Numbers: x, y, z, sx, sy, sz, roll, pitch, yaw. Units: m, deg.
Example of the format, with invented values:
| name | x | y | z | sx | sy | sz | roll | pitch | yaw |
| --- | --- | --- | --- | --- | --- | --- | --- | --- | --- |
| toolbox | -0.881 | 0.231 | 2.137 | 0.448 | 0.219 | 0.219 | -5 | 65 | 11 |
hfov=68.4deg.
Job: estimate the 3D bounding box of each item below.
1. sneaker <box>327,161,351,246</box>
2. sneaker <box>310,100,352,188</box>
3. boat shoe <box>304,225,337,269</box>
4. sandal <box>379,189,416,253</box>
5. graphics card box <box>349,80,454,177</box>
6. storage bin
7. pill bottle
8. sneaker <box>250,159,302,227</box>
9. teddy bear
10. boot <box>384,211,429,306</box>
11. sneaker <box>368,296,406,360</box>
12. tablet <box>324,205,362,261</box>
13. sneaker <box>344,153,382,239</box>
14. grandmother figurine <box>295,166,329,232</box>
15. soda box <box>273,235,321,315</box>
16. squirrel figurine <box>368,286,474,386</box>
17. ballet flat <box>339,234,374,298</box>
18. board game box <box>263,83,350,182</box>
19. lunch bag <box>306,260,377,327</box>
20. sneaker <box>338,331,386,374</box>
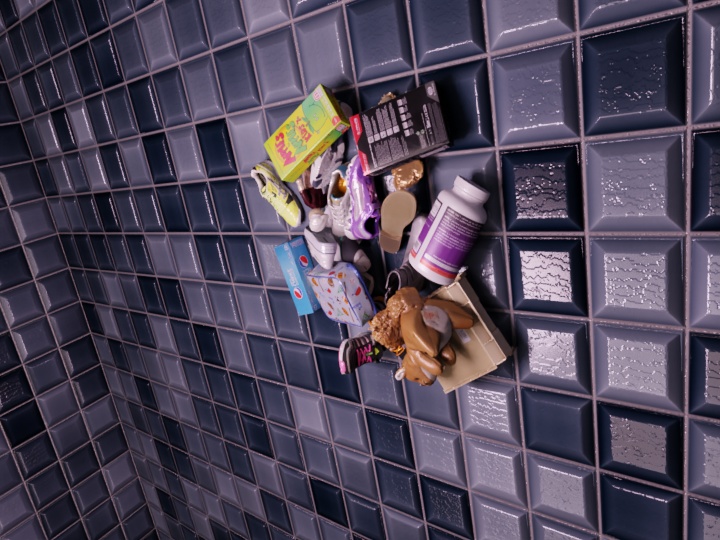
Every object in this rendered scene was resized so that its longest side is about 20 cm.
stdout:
| name | x | y | z | sx | sy | sz | roll | pitch | yaw |
| --- | --- | --- | --- | --- | --- | --- | --- | --- | --- |
| sneaker | -0.047 | -0.154 | 1.277 | 0.074 | 0.080 | 0.208 | 15 | 115 | 27 |
| sneaker | -0.103 | -0.311 | 1.261 | 0.128 | 0.078 | 0.206 | 31 | 116 | 34 |
| boat shoe | -0.103 | -0.060 | 1.306 | 0.201 | 0.070 | 0.070 | -120 | 35 | -69 |
| sandal | 0.087 | -0.132 | 1.201 | 0.075 | 0.071 | 0.214 | 21 | 146 | 5 |
| graphics card box | 0.083 | -0.284 | 1.080 | 0.194 | 0.050 | 0.131 | -17 | 87 | 25 |
| storage bin | 0.217 | 0.136 | 1.186 | 0.198 | 0.093 | 0.204 | -39 | 82 | 43 |
| pill bottle | 0.185 | -0.083 | 1.084 | 0.111 | 0.111 | 0.205 | 34 | 110 | 22 |
| sneaker | -0.229 | -0.200 | 1.430 | 0.075 | 0.076 | 0.203 | -39 | 83 | 41 |
| teddy bear | 0.078 | -0.278 | 1.147 | 0.201 | 0.066 | 0.146 | 48 | 114 | 14 |
| boot | 0.112 | -0.016 | 1.181 | 0.068 | 0.130 | 0.208 | 19 | 120 | 32 |
| sneaker | 0.079 | 0.165 | 1.328 | 0.201 | 0.076 | 0.079 | 50 | 131 | 10 |
| tablet | -0.060 | -0.093 | 1.375 | 0.131 | 0.013 | 0.202 | 48 | 132 | 14 |
| sneaker | 0.016 | -0.162 | 1.213 | 0.087 | 0.079 | 0.208 | 25 | 121 | 45 |
| grandmother figurine | -0.115 | -0.196 | 1.303 | 0.060 | 0.118 | 0.209 | -21 | 74 | 47 |
| soda box | -0.167 | 0.015 | 1.480 | 0.066 | 0.063 | 0.207 | -13 | 100 | 42 |
| squirrel figurine | 0.117 | 0.147 | 1.137 | 0.198 | 0.140 | 0.191 | 37 | 140 | 22 |
| ballet flat | 0.000 | 0.000 | 1.313 | 0.071 | 0.073 | 0.205 | 17 | 136 | 33 |
| board game box | -0.123 | -0.307 | 1.199 | 0.198 | 0.047 | 0.104 | -38 | 74 | 25 |
| lunch bag | -0.047 | 0.059 | 1.296 | 0.198 | 0.075 | 0.164 | 8 | 131 | 59 |
| sneaker | 0.011 | 0.204 | 1.333 | 0.084 | 0.199 | 0.077 | -1 | 99 | 24 |
